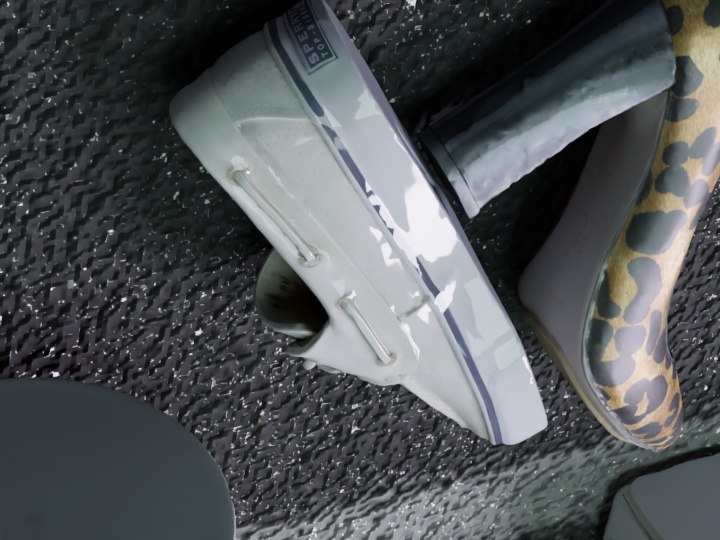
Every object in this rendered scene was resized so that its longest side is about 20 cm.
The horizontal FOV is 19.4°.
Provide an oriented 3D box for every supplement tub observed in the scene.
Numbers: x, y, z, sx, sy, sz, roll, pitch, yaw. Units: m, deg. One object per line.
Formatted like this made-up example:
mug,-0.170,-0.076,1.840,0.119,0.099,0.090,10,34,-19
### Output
supplement tub,-0.106,0.148,0.682,0.145,0.145,0.200,-15,135,-24

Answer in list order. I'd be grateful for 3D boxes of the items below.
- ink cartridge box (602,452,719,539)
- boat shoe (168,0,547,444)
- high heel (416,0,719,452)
ink cartridge box,0.174,0.173,0.948,0.146,0.083,0.200,-14,135,-24
boat shoe,0.000,0.000,0.681,0.070,0.071,0.200,-28,138,5
high heel,0.119,-0.020,0.738,0.142,0.071,0.200,-34,134,0
